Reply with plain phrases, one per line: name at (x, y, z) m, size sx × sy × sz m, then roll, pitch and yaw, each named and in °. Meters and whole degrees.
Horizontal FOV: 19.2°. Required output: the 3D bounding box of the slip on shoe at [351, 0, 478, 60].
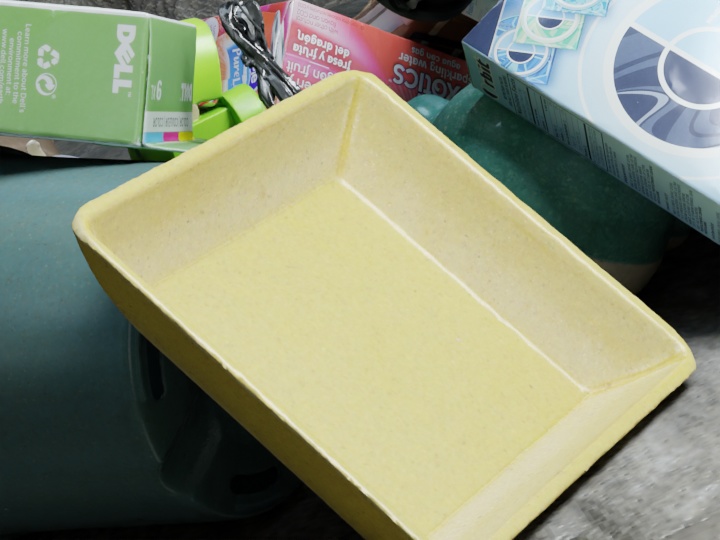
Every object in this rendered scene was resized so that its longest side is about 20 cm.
slip on shoe at (0.040, -0.149, 1.175) m, size 0.076 × 0.061 × 0.200 m, roll 12°, pitch -11°, yaw -12°

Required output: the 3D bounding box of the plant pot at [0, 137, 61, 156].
plant pot at (-0.324, -0.072, 1.770) m, size 0.199 × 0.201 × 0.174 m, roll -25°, pitch 30°, yaw -25°

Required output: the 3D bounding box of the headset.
headset at (0.031, -0.145, 0.948) m, size 0.199 × 0.094 × 0.124 m, roll -27°, pitch -17°, yaw -4°

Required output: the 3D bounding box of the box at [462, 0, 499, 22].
box at (0.134, -0.154, 1.047) m, size 0.117 × 0.199 × 0.060 m, roll -61°, pitch -6°, yaw -12°

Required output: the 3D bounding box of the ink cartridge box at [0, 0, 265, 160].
ink cartridge box at (-0.129, -0.087, 0.944) m, size 0.199 × 0.060 × 0.104 m, roll 5°, pitch 4°, yaw 7°

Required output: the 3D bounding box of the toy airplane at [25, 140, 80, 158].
toy airplane at (-0.249, -0.021, 1.464) m, size 0.198 × 0.142 × 0.200 m, roll -19°, pitch 11°, yaw 2°

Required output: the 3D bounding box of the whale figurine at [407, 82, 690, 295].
whale figurine at (0.098, -0.063, 1.062) m, size 0.158 × 0.104 × 0.200 m, roll 22°, pitch 23°, yaw -1°

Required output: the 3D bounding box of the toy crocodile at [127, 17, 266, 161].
toy crocodile at (-0.063, -0.026, 1.040) m, size 0.067 × 0.201 × 0.062 m, roll -27°, pitch 17°, yaw -13°

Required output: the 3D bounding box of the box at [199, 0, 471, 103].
box at (0.006, -0.072, 1.172) m, size 0.199 × 0.096 × 0.099 m, roll 16°, pitch -12°, yaw -36°

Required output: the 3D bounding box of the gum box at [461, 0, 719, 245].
gum box at (0.175, -0.103, 0.950) m, size 0.200 × 0.045 × 0.170 m, roll 35°, pitch 75°, yaw 24°

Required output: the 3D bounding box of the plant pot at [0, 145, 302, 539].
plant pot at (-0.125, 0.032, 0.938) m, size 0.195 × 0.201 × 0.200 m, roll -1°, pitch 20°, yaw 36°

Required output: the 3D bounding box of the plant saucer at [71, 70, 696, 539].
plant saucer at (0.009, 0.024, 0.843) m, size 0.200 × 0.200 × 0.049 m, roll -33°, pitch -21°, yaw -49°
